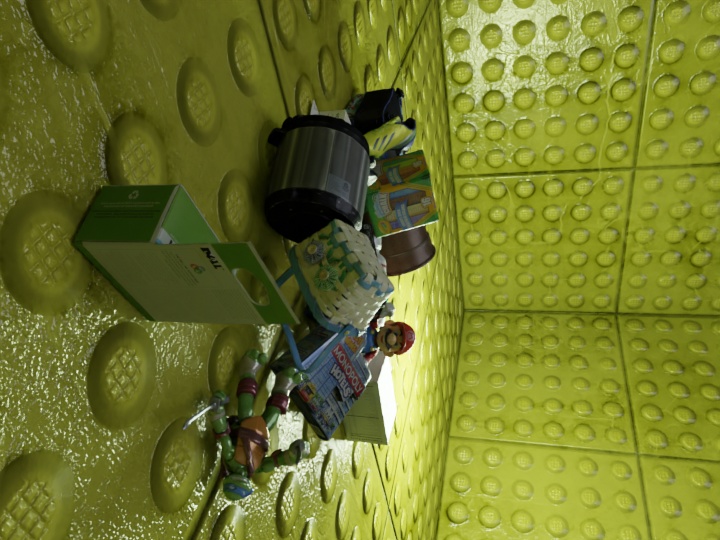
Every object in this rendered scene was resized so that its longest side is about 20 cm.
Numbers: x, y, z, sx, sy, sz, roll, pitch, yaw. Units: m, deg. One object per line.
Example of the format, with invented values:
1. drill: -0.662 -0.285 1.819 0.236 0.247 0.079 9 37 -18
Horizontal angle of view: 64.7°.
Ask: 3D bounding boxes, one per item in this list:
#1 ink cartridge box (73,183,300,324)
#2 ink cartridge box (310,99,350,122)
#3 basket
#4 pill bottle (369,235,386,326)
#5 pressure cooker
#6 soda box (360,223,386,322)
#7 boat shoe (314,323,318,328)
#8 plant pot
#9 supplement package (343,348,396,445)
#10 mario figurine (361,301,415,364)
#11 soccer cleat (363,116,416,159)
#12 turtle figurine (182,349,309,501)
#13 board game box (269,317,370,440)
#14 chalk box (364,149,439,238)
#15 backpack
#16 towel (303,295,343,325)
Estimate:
1. ink cartridge box: -0.165 -0.012 0.593 0.150 0.192 0.078 68 28 -51
2. ink cartridge box: -0.052 -0.251 1.199 0.201 0.065 0.121 58 36 -61
3. basket: -0.058 0.033 0.897 0.137 0.201 0.179 18 31 -48
4. pill bottle: 0.006 0.026 1.323 0.112 0.108 0.209 22 69 -72
5. pressure cooker: -0.065 -0.162 0.971 0.176 0.172 0.207 52 42 -59
6. soda box: 0.000 0.000 1.154 0.072 0.061 0.205 113 -26 -48
7. boat shoe: -0.066 0.185 1.138 0.073 0.061 0.207 22 67 -25
8. plant pot: 0.082 -0.121 1.481 0.201 0.193 0.204 -60 137 -58
9. supplement package: 0.015 0.300 1.356 0.111 0.109 0.206 -64 151 -53
10. mario figurine: 0.024 0.143 1.214 0.108 0.192 0.127 -98 -172 -55
11. soccer cleat: 0.054 -0.298 1.248 0.197 0.064 0.086 -23 137 -46
12. turtle figurine: -0.134 0.200 0.786 0.198 0.138 0.205 -82 174 -47
13. board game box: -0.044 0.174 1.047 0.201 0.060 0.203 -50 129 -29
14. chalk box: 0.067 -0.170 1.295 0.127 0.193 0.126 -98 172 -51
15. backpack: 0.046 -0.326 1.418 0.185 0.129 0.205 -70 154 -49
16. towel: -0.043 0.042 1.181 0.110 0.049 0.203 33 39 -14
